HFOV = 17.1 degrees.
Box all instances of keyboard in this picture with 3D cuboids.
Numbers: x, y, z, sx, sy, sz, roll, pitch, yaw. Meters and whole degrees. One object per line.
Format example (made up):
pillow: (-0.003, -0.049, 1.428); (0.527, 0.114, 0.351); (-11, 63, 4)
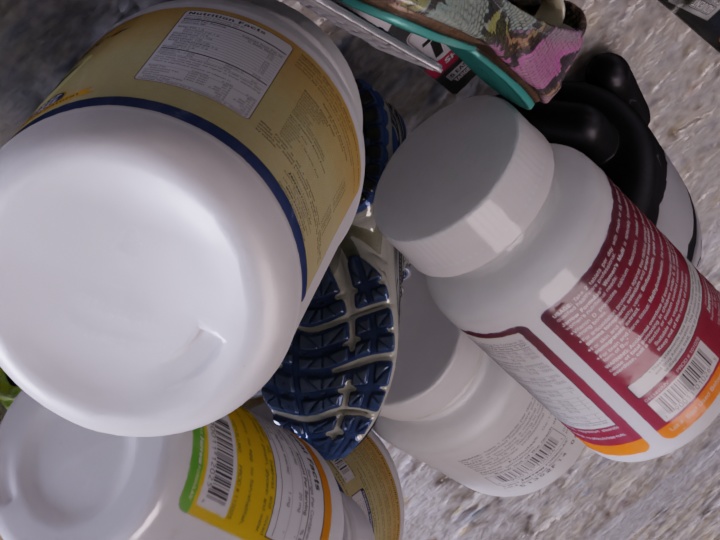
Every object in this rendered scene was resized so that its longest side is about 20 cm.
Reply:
keyboard: (-0.050, -0.134, 1.037); (0.200, 0.056, 0.011); (27, 97, -34)

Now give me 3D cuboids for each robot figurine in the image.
robot figurine: (0.127, -0.033, 1.378); (0.150, 0.125, 0.200); (-39, 151, 3)

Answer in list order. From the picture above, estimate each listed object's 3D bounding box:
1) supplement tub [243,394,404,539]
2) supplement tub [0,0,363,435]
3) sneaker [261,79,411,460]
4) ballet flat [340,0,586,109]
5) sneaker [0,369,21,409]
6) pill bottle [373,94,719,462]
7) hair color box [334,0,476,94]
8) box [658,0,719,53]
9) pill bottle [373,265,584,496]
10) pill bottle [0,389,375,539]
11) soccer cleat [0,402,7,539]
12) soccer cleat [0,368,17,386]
supplement tub: (-0.055, 0.147, 1.374); (0.144, 0.144, 0.200); (-44, 174, 12)
supplement tub: (-0.078, -0.033, 1.050); (0.144, 0.144, 0.200); (-53, -175, 27)
sneaker: (0.000, 0.000, 1.263); (0.085, 0.077, 0.200); (0, 96, -67)
ballet flat: (0.052, -0.129, 1.104); (0.071, 0.069, 0.200); (-60, 152, 5)
sneaker: (-0.200, 0.089, 1.248); (0.075, 0.076, 0.200); (10, 126, -51)
pill bottle: (0.103, 0.004, 1.234); (0.110, 0.110, 0.200); (-42, 124, 9)
hair color box: (0.024, -0.165, 1.138); (0.099, 0.061, 0.200); (-43, 150, 10)
box: (0.233, -0.189, 1.356); (0.137, 0.040, 0.200); (-43, 151, 14)
pill bottle: (0.058, 0.063, 1.453); (0.114, 0.114, 0.200); (-41, 151, 8)
pill bottle: (-0.078, 0.118, 1.165); (0.111, 0.111, 0.200); (-43, 142, 10)
soccer cleat: (-0.186, 0.095, 1.180); (0.069, 0.078, 0.200); (-32, 132, 2)
soccer cleat: (-0.134, 0.012, 1.178); (0.200, 0.084, 0.065); (5, 157, 0)
